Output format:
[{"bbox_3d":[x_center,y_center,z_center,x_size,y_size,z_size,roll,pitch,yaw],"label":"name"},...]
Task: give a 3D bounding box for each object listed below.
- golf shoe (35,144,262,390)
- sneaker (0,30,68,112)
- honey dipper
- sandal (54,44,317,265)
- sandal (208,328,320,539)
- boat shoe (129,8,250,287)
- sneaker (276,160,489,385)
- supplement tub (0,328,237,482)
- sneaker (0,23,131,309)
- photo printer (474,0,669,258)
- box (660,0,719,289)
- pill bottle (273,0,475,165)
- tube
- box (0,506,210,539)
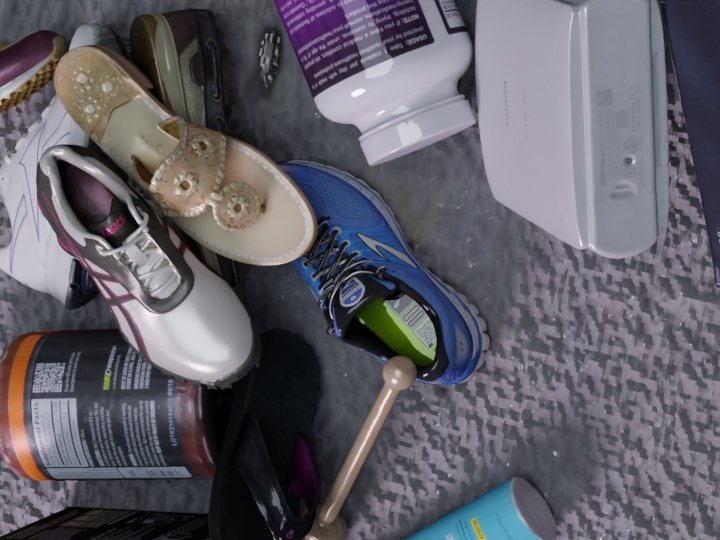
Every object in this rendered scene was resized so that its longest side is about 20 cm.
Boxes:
[{"bbox_3d":[-0.147,-0.001,1.691,0.077,0.088,0.200,-43,80,-6],"label":"golf shoe"},{"bbox_3d":[-0.303,-0.138,1.814,0.200,0.075,0.090,-26,92,17],"label":"sneaker"},{"bbox_3d":[-0.007,0.133,1.727,0.038,0.038,0.200,35,128,12],"label":"honey dipper"},{"bbox_3d":[-0.129,-0.070,1.685,0.212,0.070,0.078,40,110,12],"label":"sandal"},{"bbox_3d":[-0.058,0.130,1.721,0.048,0.075,0.201,-23,54,46],"label":"sandal"},{"bbox_3d":[-0.105,-0.082,1.759,0.065,0.073,0.201,-16,103,-16],"label":"boat shoe"},{"bbox_3d":[0.000,0.000,1.723,0.200,0.089,0.079,42,105,10],"label":"sneaker"},{"bbox_3d":[-0.183,0.093,1.783,0.199,0.107,0.107,-1,95,18],"label":"supplement tub"},{"bbox_3d":[-0.212,-0.076,1.795,0.087,0.074,0.201,15,99,21],"label":"sneaker"},{"bbox_3d":[0.127,-0.109,1.622,0.069,0.200,0.167,-8,106,-15],"label":"photo printer"},{"bbox_3d":[0.301,-0.108,1.545,0.123,0.200,0.199,-11,93,54],"label":"box"},{"bbox_3d":[0.003,-0.176,1.692,0.112,0.112,0.201,-22,88,18],"label":"pill bottle"},{"bbox_3d":[0.042,0.212,1.758,0.200,0.050,0.078,-36,77,23],"label":"tube"},{"bbox_3d":[-0.166,0.222,1.739,0.163,0.200,0.086,1,96,17],"label":"box"}]
